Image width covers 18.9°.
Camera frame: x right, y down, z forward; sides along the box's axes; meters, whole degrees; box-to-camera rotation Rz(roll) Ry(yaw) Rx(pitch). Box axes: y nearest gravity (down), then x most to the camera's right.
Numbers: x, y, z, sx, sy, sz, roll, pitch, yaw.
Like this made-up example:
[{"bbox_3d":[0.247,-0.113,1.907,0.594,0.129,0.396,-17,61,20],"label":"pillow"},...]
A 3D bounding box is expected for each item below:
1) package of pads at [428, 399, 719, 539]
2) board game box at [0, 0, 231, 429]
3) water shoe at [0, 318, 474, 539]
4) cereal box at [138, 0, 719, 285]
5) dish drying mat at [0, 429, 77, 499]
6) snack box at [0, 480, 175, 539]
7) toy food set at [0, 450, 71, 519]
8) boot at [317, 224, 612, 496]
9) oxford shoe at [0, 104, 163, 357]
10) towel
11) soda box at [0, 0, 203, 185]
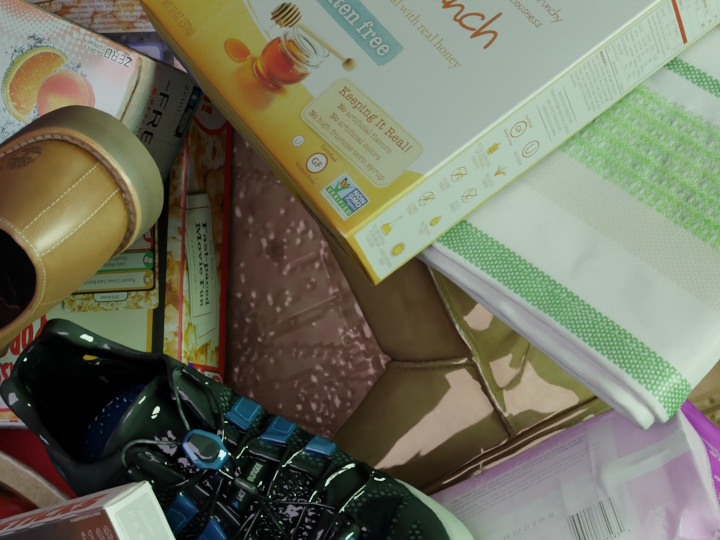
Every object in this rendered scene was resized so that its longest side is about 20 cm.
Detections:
[{"bbox_3d":[0.055,0.126,0.740,0.200,0.121,0.076,-29,45,19],"label":"package of pads"},{"bbox_3d":[-0.129,-0.036,0.851,0.151,0.046,0.200,1,84,17],"label":"board game box"},{"bbox_3d":[-0.049,0.074,0.713,0.200,0.079,0.072,19,71,44],"label":"water shoe"},{"bbox_3d":[0.040,-0.105,0.746,0.200,0.040,0.144,-38,54,-5],"label":"cereal box"},{"bbox_3d":[-0.140,0.070,0.877,0.200,0.018,0.077,37,99,19],"label":"dish drying mat"},{"bbox_3d":[-0.129,0.126,0.750,0.200,0.024,0.072,-19,99,41],"label":"snack box"},{"bbox_3d":[-0.168,0.158,0.844,0.200,0.049,0.198,41,114,4],"label":"toy food set"},{"bbox_3d":[0.000,0.000,0.804,0.175,0.066,0.200,-26,79,6],"label":"boot"},{"bbox_3d":[-0.152,0.009,0.755,0.071,0.071,0.200,48,136,-7],"label":"oxford shoe"},{"bbox_3d":[0.113,-0.053,0.727,0.200,0.031,0.149,-45,54,-10],"label":"towel"},{"bbox_3d":[-0.163,-0.084,0.805,0.200,0.068,0.064,26,94,18],"label":"soda box"}]
